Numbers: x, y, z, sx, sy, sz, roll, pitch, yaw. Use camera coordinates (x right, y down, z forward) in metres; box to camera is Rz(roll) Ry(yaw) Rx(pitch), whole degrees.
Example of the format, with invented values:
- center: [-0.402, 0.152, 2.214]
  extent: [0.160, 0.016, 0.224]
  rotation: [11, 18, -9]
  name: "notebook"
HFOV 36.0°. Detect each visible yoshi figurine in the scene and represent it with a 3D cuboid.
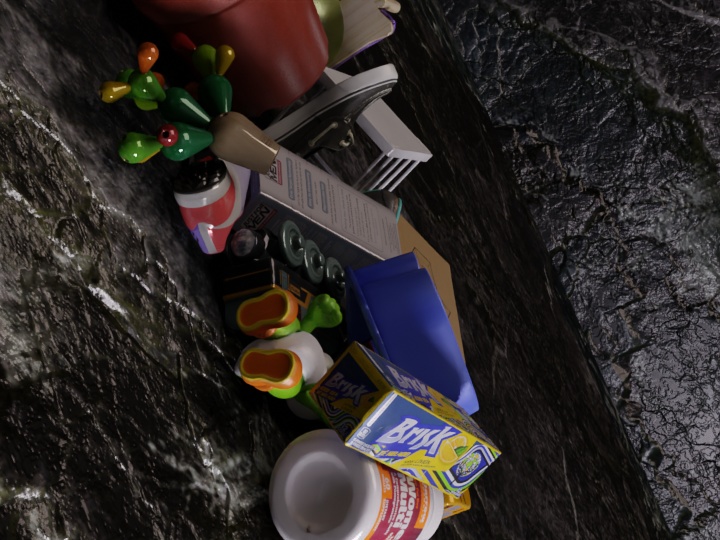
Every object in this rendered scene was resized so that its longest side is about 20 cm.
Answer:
- center: [-0.035, 0.092, 1.029]
  extent: [0.112, 0.113, 0.200]
  rotation: [38, -6, 29]
  name: "yoshi figurine"

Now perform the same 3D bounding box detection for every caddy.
- center: [0.041, 0.081, 1.134]
  extent: [0.142, 0.104, 0.203]
  rotation: [-117, -175, -73]
  name: "caddy"

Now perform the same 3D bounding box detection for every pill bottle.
- center: [0.004, 0.213, 1.039]
  extent: [0.200, 0.108, 0.111]
  rotation: [29, 39, -62]
  name: "pill bottle"

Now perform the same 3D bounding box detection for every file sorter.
- center: [-0.018, -0.157, 1.404]
  extent: [0.139, 0.124, 0.200]
  rotation: [48, 15, 9]
  name: "file sorter"

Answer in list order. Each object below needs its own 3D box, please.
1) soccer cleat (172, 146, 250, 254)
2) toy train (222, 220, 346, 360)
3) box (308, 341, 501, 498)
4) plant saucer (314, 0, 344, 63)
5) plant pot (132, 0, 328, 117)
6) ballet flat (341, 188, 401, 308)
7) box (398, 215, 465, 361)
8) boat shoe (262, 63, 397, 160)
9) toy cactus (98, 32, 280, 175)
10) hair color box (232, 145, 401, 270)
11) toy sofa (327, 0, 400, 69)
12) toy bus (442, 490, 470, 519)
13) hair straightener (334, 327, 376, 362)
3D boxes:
- center: [-0.140, -0.088, 1.110]
  extent: [0.201, 0.067, 0.074]
  rotation: [-81, 162, -63]
  name: "soccer cleat"
- center: [-0.073, 0.029, 1.119]
  extent: [0.200, 0.084, 0.116]
  rotation: [40, 43, -59]
  name: "toy train"
- center: [0.044, 0.138, 0.995]
  extent: [0.199, 0.064, 0.070]
  rotation: [34, 10, -49]
  name: "box"
- center: [-0.111, -0.312, 1.312]
  extent: [0.031, 0.198, 0.201]
  rotation: [-53, 122, -34]
  name: "plant saucer"
- center: [-0.134, -0.283, 1.183]
  extent: [0.203, 0.198, 0.196]
  rotation: [-97, 163, -45]
  name: "plant pot"
- center: [0.000, 0.000, 1.344]
  extent: [0.068, 0.067, 0.204]
  rotation: [-148, -113, -80]
  name: "ballet flat"
- center: [0.078, 0.024, 1.444]
  extent: [0.163, 0.021, 0.202]
  rotation: [43, 28, -36]
  name: "box"
- center: [-0.037, -0.164, 1.265]
  extent: [0.064, 0.198, 0.071]
  rotation: [60, 10, 2]
  name: "boat shoe"
- center: [-0.148, -0.151, 1.032]
  extent: [0.163, 0.103, 0.201]
  rotation: [29, 29, -5]
  name: "toy cactus"
- center: [-0.048, -0.056, 1.215]
  extent: [0.198, 0.061, 0.100]
  rotation: [29, 35, -30]
  name: "hair color box"
- center: [-0.044, -0.297, 1.426]
  extent: [0.098, 0.198, 0.083]
  rotation: [58, 17, 1]
  name: "toy sofa"
- center: [0.072, 0.199, 1.337]
  extent: [0.078, 0.064, 0.203]
  rotation: [34, 36, -56]
  name: "toy bus"
- center: [-0.011, 0.073, 1.242]
  extent: [0.041, 0.076, 0.201]
  rotation: [44, 42, -21]
  name: "hair straightener"
